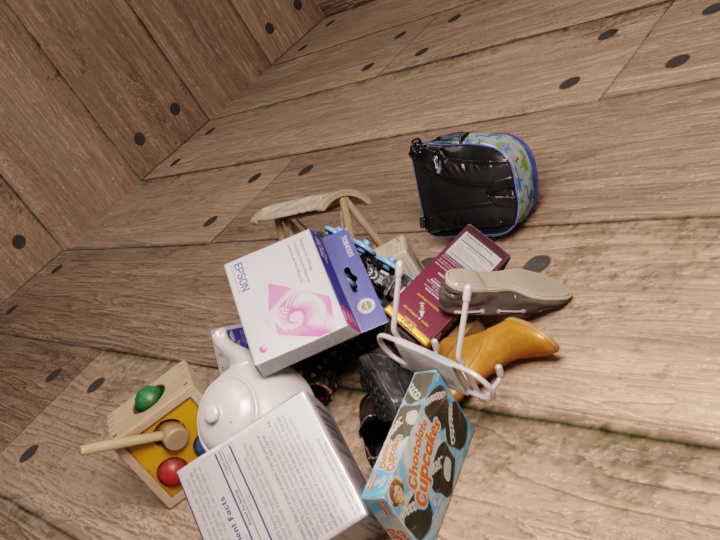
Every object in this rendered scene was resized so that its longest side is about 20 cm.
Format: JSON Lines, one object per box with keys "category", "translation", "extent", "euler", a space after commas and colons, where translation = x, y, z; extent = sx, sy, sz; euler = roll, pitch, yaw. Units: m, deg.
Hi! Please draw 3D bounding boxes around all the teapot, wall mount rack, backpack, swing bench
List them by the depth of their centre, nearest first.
{"category": "wall mount rack", "translation": [0.101, 0.084, 1.083], "extent": [0.200, 0.174, 0.075], "euler": [19, 59, 43]}
{"category": "teapot", "translation": [-0.169, 0.222, 1.232], "extent": [0.200, 0.146, 0.198], "euler": [38, 101, 37]}
{"category": "backpack", "translation": [0.211, -0.156, 1.478], "extent": [0.199, 0.184, 0.147], "euler": [5, 24, 39]}
{"category": "swing bench", "translation": [-0.066, -0.058, 1.583], "extent": [0.198, 0.200, 0.130], "euler": [-5, 28, 44]}

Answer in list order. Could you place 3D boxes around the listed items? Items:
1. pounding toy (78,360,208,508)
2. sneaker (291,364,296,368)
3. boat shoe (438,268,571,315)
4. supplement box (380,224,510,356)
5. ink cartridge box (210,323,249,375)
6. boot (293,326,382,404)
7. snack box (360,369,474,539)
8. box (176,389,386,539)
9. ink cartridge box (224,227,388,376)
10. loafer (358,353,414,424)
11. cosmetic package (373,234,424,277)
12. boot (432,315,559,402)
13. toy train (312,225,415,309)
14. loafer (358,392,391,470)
{"category": "pounding toy", "translation": [-0.312, 0.262, 1.336], "extent": [0.184, 0.200, 0.142], "euler": [-36, 26, -5]}
{"category": "sneaker", "translation": [-0.132, 0.093, 1.534], "extent": [0.078, 0.082, 0.200], "euler": [-28, 33, 10]}
{"category": "boat shoe", "translation": [0.205, 0.036, 1.217], "extent": [0.199, 0.057, 0.067], "euler": [5, 36, -17]}
{"category": "supplement box", "translation": [0.127, 0.040, 1.285], "extent": [0.200, 0.086, 0.110], "euler": [-44, -16, -21]}
{"category": "ink cartridge box", "translation": [-0.171, 0.132, 1.386], "extent": [0.039, 0.100, 0.200], "euler": [-12, 0, -41]}
{"category": "boot", "translation": [-0.034, 0.141, 1.369], "extent": [0.199, 0.073, 0.151], "euler": [-14, 33, 34]}
{"category": "snack box", "translation": [0.075, 0.234, 1.033], "extent": [0.037, 0.116, 0.200], "euler": [-12, 34, 36]}
{"category": "box", "translation": [-0.097, 0.290, 1.060], "extent": [0.200, 0.105, 0.184], "euler": [-32, 59, 1]}
{"category": "ink cartridge box", "translation": [-0.085, 0.033, 1.244], "extent": [0.199, 0.043, 0.197], "euler": [-24, 53, 0]}
{"category": "loafer", "translation": [0.044, 0.155, 1.156], "extent": [0.070, 0.068, 0.201], "euler": [-6, 11, -8]}
{"category": "cosmetic package", "translation": [0.014, 0.034, 1.463], "extent": [0.199, 0.104, 0.073], "euler": [-26, 25, 12]}
{"category": "boot", "translation": [0.168, 0.135, 1.166], "extent": [0.144, 0.071, 0.201], "euler": [-51, 27, -20]}
{"category": "toy train", "translation": [0.000, 0.000, 1.349], "extent": [0.200, 0.114, 0.087], "euler": [30, 85, 26]}
{"category": "loafer", "translation": [0.033, 0.216, 1.162], "extent": [0.073, 0.071, 0.200], "euler": [-32, 26, 4]}
